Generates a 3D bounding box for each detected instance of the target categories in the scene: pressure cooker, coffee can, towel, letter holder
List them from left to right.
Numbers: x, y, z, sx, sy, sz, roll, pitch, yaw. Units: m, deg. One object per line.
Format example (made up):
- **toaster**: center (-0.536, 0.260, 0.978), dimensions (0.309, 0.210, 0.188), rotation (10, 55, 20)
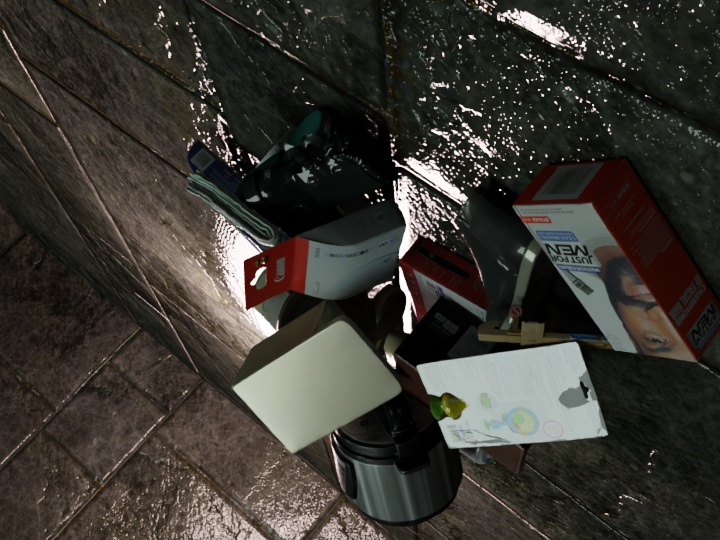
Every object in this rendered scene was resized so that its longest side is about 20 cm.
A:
- **towel**: center (-0.133, -0.052, 1.240), dimensions (0.149, 0.031, 0.200), rotation (37, 177, 19)
- **coffee can**: center (-0.076, 0.064, 1.459), dimensions (0.146, 0.146, 0.200), rotation (50, 173, -20)
- **pressure cooker**: center (0.050, 0.235, 1.368), dimensions (0.175, 0.179, 0.201), rotation (10, 130, 30)
- **letter holder**: center (0.152, 0.151, 1.230), dimensions (0.200, 0.101, 0.142), rotation (36, 162, 20)

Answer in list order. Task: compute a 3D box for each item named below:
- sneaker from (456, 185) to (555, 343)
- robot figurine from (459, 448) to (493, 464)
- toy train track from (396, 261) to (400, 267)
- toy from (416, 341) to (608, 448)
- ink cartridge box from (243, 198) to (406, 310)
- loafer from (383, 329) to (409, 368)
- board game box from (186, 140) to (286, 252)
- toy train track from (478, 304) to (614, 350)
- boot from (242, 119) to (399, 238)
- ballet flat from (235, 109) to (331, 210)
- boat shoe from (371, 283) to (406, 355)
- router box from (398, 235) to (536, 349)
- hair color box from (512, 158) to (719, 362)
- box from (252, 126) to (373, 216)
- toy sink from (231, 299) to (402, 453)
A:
- **sneaker**: center (0.156, -0.008, 1.079), dimensions (0.106, 0.075, 0.200), rotation (39, 148, 23)
- **robot figurine**: center (0.165, 0.215, 1.469), dimensions (0.200, 0.113, 0.170), rotation (32, 178, 27)
- **toy train track**: center (0.000, 0.000, 1.391), dimensions (0.114, 0.033, 0.200), rotation (16, 167, 8)
- **toy**: center (0.173, 0.137, 1.098), dimensions (0.199, 0.047, 0.116), rotation (-13, 107, 30)
- **ink cartridge box**: center (-0.046, -0.002, 1.204), dimensions (0.047, 0.199, 0.160), rotation (61, 164, 19)
- **loafer**: center (0.081, 0.144, 1.553), dimensions (0.068, 0.076, 0.200), rotation (46, 166, 23)
- **board game box**: center (-0.176, -0.087, 1.521), dimensions (0.200, 0.062, 0.200), rotation (42, 174, 23)
- **toy train track**: center (0.227, 0.063, 1.036), dimensions (0.199, 0.033, 0.115), rotation (4, 159, 10)
- **boot**: center (-0.028, -0.096, 1.176), dimensions (0.162, 0.074, 0.198), rotation (-23, 145, 28)
- **ballet flat**: center (-0.080, -0.133, 1.231), dimensions (0.070, 0.068, 0.200), rotation (29, 137, -27)
- **boat shoe**: center (0.012, 0.076, 1.505), dimensions (0.076, 0.071, 0.200), rotation (50, 144, 22)
- **router box**: center (0.149, 0.064, 1.277), dimensions (0.179, 0.049, 0.200), rotation (31, 158, 32)
- **hair color box**: center (0.245, -0.008, 0.912), dimensions (0.200, 0.064, 0.111), rotation (49, 159, -22)
- **box**: center (-0.076, -0.109, 1.364), dimensions (0.156, 0.041, 0.200), rotation (45, 162, -7)
- **toy sink**: center (-0.047, 0.127, 1.288), dimensions (0.200, 0.112, 0.130), rotation (-34, 106, 25)
